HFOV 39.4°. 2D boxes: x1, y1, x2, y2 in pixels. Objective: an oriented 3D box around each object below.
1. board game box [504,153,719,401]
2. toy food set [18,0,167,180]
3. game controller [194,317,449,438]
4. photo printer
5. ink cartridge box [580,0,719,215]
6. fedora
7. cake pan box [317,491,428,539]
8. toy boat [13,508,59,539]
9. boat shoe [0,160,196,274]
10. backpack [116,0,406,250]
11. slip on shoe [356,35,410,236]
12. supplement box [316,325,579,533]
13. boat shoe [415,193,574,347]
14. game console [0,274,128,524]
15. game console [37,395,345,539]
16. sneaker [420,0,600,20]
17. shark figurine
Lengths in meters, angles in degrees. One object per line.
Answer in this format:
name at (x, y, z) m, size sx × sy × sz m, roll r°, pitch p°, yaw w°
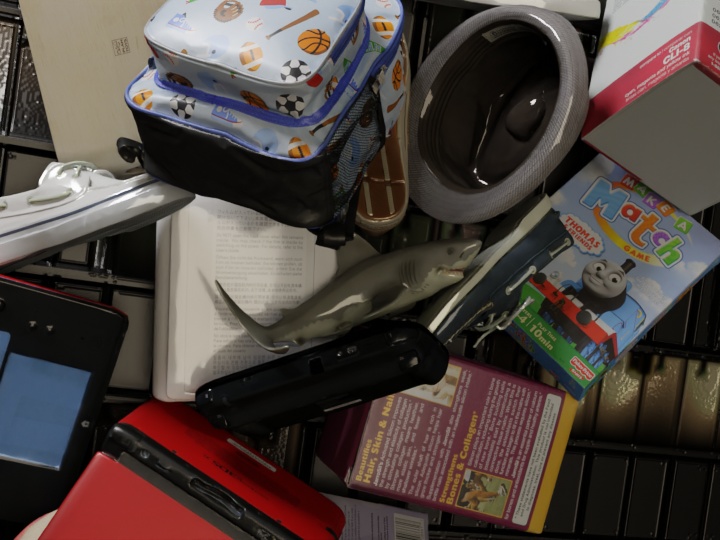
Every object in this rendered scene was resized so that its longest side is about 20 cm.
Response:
board game box at (0.215, -0.002, 0.927) m, size 0.199 × 0.037 × 0.151 m, roll -40°, pitch 68°, yaw -18°
toy food set at (-0.190, -0.181, 0.823) m, size 0.141 × 0.060 × 0.204 m, roll -12°, pitch 96°, yaw 1°
game controller at (-0.029, 0.088, 0.791) m, size 0.197 × 0.104 × 0.043 m, roll -19°, pitch 70°, yaw 17°
photo printer at (-0.094, 0.007, 0.859) m, size 0.163 × 0.069 × 0.204 m, roll 0°, pitch 93°, yaw -19°
ink cartridge box at (0.308, -0.189, 0.902) m, size 0.144 × 0.144 × 0.203 m, roll 28°, pitch 58°, yaw -18°
fedora at (0.128, -0.133, 0.896) m, size 0.090 × 0.177 × 0.202 m, roll 14°, pitch 116°, yaw -50°
cake pan box at (-0.027, 0.280, 0.848) m, size 0.181 × 0.053 × 0.203 m, roll 15°, pitch 47°, yaw -19°
toy boat at (-0.213, 0.285, 0.823) m, size 0.130 × 0.132 × 0.199 m, roll -37°, pitch 122°, yaw 25°
boat shoe at (-0.228, -0.054, 0.785) m, size 0.197 × 0.074 × 0.068 m, roll -18°, pitch 89°, yaw 8°
backpack at (-0.057, -0.143, 0.726) m, size 0.197 × 0.156 × 0.191 m, roll 22°, pitch 49°, yaw 15°
slip on shoe at (0.011, -0.130, 0.892) m, size 0.074 × 0.061 × 0.204 m, roll -5°, pitch 76°, yaw -4°
supplement box at (0.077, 0.142, 0.906) m, size 0.197 × 0.103 × 0.133 m, roll 19°, pitch 88°, yaw -19°
boat shoe at (0.114, 0.015, 0.859) m, size 0.062 × 0.075 × 0.200 m, roll 49°, pitch 57°, yaw -7°
game console at (-0.295, 0.101, 0.798) m, size 0.174 × 0.031 × 0.203 m, roll 18°, pitch 103°, yaw -17°
game console at (-0.130, 0.214, 0.800) m, size 0.198 × 0.172 × 0.120 m, roll 33°, pitch 100°, yaw 3°
sneaker at (0.136, -0.294, 0.912) m, size 0.196 × 0.074 × 0.118 m, roll 6°, pitch 95°, yaw -17°
shark figurine at (-0.019, 0.009, 0.820) m, size 0.211 × 0.128 × 0.091 m, roll -20°, pitch 80°, yaw -20°
